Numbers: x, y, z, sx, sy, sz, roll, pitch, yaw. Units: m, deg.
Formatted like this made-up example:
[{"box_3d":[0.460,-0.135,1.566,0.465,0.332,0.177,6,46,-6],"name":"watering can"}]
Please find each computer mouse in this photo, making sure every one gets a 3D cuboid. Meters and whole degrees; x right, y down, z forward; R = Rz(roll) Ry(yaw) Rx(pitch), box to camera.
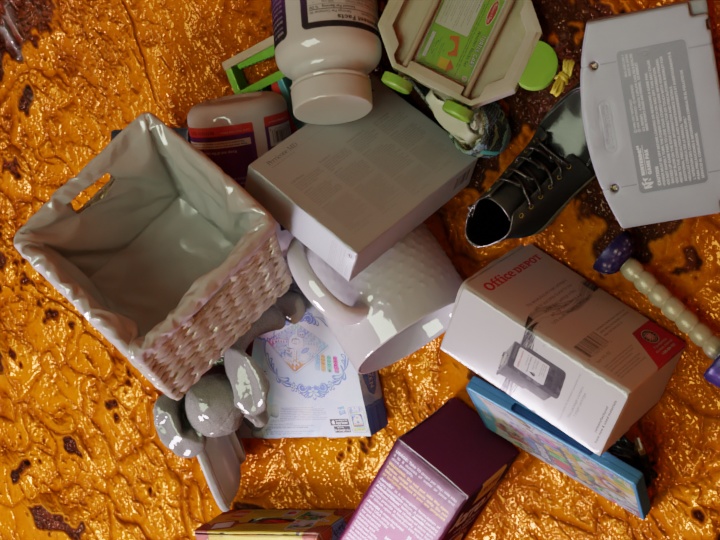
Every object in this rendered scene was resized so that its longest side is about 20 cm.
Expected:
[{"box_3d":[0.214,0.156,1.625,0.199,0.110,0.044,34,83,29],"name":"computer mouse"}]

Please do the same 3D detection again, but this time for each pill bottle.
[{"box_3d":[-0.035,-0.258,1.606,0.111,0.111,0.202,-16,71,37],"name":"pill bottle"},{"box_3d":[-0.122,-0.091,1.735,0.112,0.112,0.202,1,105,34],"name":"pill bottle"}]

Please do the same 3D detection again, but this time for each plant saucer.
[{"box_3d":[-0.176,0.185,1.875,0.050,0.200,0.202,-20,94,-4],"name":"plant saucer"}]

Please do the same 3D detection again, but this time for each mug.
[{"box_3d":[0.000,0.000,1.652,0.147,0.199,0.176,-40,74,32],"name":"mug"}]

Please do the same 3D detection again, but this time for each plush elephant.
[{"box_3d":[-0.152,0.116,1.731,0.164,0.199,0.156,-24,74,30],"name":"plush elephant"}]

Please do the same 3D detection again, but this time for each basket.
[{"box_3d":[-0.205,-0.011,1.597,0.200,0.198,0.161,40,167,21],"name":"basket"}]

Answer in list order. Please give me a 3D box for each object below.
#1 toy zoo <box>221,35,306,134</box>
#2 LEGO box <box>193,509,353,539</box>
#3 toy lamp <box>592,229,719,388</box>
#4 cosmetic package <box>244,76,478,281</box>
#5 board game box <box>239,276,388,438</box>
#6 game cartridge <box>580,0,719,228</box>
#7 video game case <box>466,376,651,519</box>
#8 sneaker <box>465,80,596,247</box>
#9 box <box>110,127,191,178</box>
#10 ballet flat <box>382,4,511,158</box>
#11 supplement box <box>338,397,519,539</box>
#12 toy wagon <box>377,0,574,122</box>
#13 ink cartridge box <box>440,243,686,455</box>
[{"box_3d":[-0.068,-0.164,1.757,0.130,0.020,0.202,-20,93,38],"name":"toy zoo"},{"box_3d":[-0.092,0.373,1.910,0.198,0.077,0.151,-5,102,36],"name":"LEGO box"},{"box_3d":[0.315,0.048,1.537,0.200,0.058,0.058,43,124,16],"name":"toy lamp"},{"box_3d":[0.002,-0.098,1.617,0.151,0.200,0.052,41,145,17],"name":"cosmetic package"},{"box_3d":[-0.076,0.094,1.831,0.198,0.043,0.201,-5,103,36],"name":"board game box"},{"box_3d":[0.277,-0.146,1.486,0.132,0.040,0.202,-9,100,10],"name":"game cartridge"},{"box_3d":[0.205,0.184,1.618,0.199,0.143,0.018,30,78,23],"name":"video game case"},{"box_3d":[0.183,-0.100,1.549,0.075,0.106,0.201,41,124,17],"name":"sneaker"},{"box_3d":[-0.213,-0.061,1.810,0.121,0.106,0.202,1,90,34],"name":"box"},{"box_3d":[0.079,-0.199,1.614,0.200,0.074,0.074,50,126,11],"name":"ballet flat"},{"box_3d":[0.068,0.260,1.731,0.103,0.131,0.201,38,123,17],"name":"supplement box"},{"box_3d":[0.118,-0.226,1.560,0.199,0.040,0.156,27,91,9],"name":"toy wagon"},{"box_3d":[0.201,0.074,1.568,0.199,0.145,0.084,33,124,21],"name":"ink cartridge box"}]
